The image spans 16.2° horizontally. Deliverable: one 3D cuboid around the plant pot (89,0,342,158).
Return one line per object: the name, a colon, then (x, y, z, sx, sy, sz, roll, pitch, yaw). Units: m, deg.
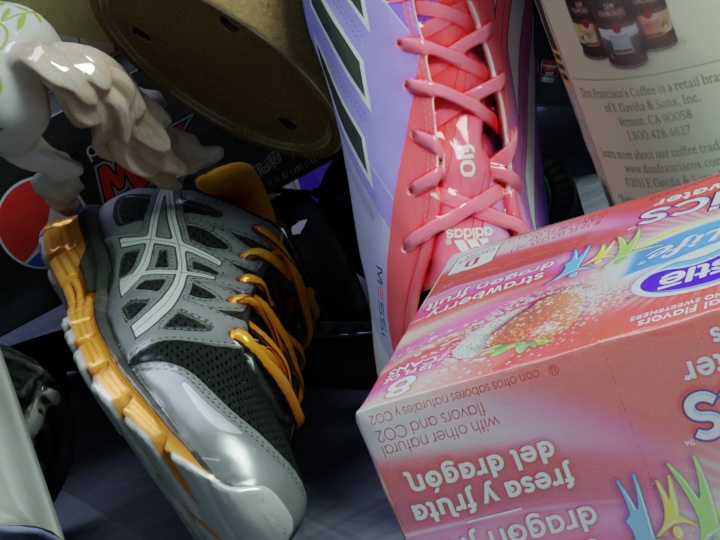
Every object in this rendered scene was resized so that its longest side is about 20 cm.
plant pot: (0.002, -0.144, 0.801, 0.186, 0.186, 0.201, 1, 55, 57)

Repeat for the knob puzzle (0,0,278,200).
knob puzzle: (-0.100, -0.071, 0.964, 0.218, 0.220, 0.031, -22, 49, -1)

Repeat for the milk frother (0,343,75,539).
milk frother: (-0.133, 0.071, 0.727, 0.181, 0.199, 0.189, -53, 42, 27)

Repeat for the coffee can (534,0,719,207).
coffee can: (0.124, -0.072, 0.697, 0.145, 0.201, 0.146, -20, 14, 5)

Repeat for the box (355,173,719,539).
box: (0.113, 0.028, 0.559, 0.199, 0.095, 0.103, -17, 15, 20)

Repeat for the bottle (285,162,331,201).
bottle: (-0.043, -0.040, 1.103, 0.199, 0.066, 0.083, -25, 10, -13)

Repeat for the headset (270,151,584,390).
headset: (0.000, 0.000, 0.928, 0.123, 0.095, 0.199, -36, 34, -27)

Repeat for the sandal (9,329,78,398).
sandal: (-0.141, 0.057, 0.959, 0.075, 0.048, 0.200, -17, 2, 24)

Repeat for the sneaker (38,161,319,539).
sneaker: (-0.048, 0.020, 0.795, 0.077, 0.079, 0.200, -29, 33, -2)

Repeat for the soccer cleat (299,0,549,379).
soccer cleat: (0.025, -0.033, 0.711, 0.068, 0.202, 0.073, -10, 17, -5)

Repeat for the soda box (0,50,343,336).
soda box: (-0.082, -0.043, 0.912, 0.199, 0.064, 0.071, -27, 16, 4)

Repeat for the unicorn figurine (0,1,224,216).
unicorn figurine: (-0.154, -0.058, 0.803, 0.198, 0.075, 0.137, -10, -15, 20)

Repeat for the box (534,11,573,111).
box: (0.081, -0.110, 1.084, 0.157, 0.046, 0.200, 7, 15, -1)
